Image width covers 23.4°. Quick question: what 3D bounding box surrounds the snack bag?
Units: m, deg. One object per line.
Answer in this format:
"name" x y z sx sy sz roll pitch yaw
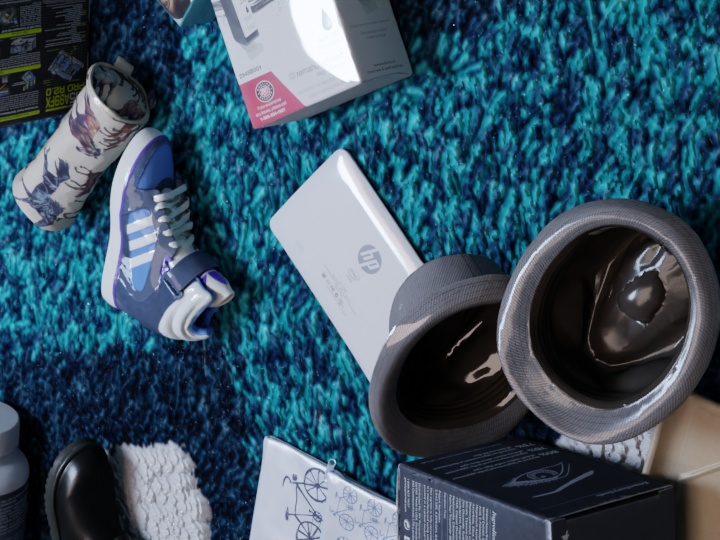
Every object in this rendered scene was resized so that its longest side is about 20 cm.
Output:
"snack bag" -0.039 0.279 1.746 0.199 0.021 0.190 26 118 31

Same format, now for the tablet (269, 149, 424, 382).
"tablet" 0.000 0.000 1.643 0.130 0.014 0.201 -43 76 37

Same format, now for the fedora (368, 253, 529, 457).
"fedora" 0.081 0.062 1.524 0.091 0.175 0.201 -115 24 -44

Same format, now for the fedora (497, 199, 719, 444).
"fedora" 0.215 0.035 1.422 0.176 0.090 0.201 37 114 22

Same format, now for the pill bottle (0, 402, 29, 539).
"pill bottle" -0.441 0.257 1.994 0.119 0.119 0.202 23 116 31

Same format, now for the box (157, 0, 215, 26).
"box" -0.202 -0.335 1.686 0.200 0.049 0.083 49 127 18

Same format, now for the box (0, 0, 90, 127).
"box" -0.356 -0.227 1.740 0.044 0.199 0.162 19 114 33

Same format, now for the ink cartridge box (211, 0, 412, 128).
"ink cartridge box" -0.056 -0.247 1.573 0.145 0.084 0.202 -18 89 40

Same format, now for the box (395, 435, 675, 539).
"box" 0.145 0.221 1.469 0.199 0.147 0.106 14 108 53

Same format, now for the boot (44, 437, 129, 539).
"boot" -0.263 0.299 1.890 0.157 0.079 0.213 23 121 36

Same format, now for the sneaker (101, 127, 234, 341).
"sneaker" -0.177 -0.028 1.740 0.145 0.080 0.202 22 112 23

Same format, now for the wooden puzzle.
"wooden puzzle" 0.324 0.213 1.435 0.199 0.037 0.187 23 115 27

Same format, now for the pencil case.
"pencil case" -0.289 -0.126 1.796 0.078 0.090 0.200 36 127 -9
